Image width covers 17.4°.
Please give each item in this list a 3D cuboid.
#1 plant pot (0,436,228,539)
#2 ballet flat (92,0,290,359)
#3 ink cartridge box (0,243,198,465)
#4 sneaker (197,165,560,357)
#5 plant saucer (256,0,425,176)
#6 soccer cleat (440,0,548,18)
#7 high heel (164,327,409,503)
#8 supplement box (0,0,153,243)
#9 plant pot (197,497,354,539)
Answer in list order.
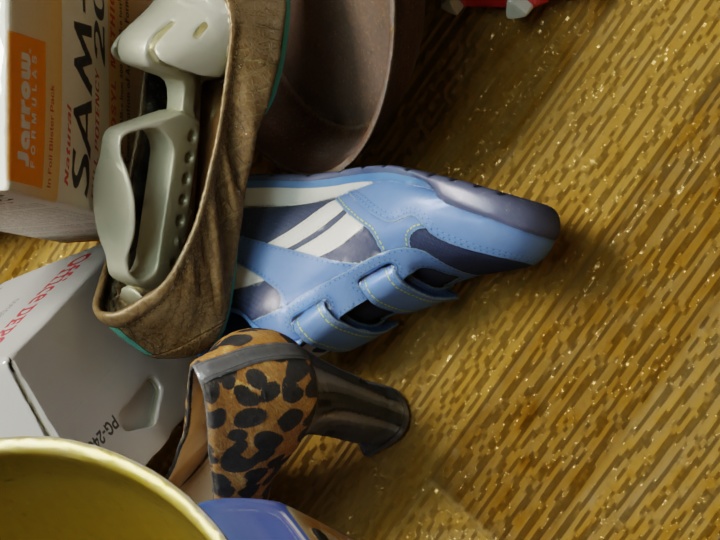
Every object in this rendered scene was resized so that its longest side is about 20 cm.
[{"bbox_3d":[-0.095,0.172,0.775,0.198,0.142,0.201,-7,66,16],"label":"plant pot"},{"bbox_3d":[-0.079,-0.063,1.012,0.068,0.072,0.202,12,90,41],"label":"ballet flat"},{"bbox_3d":[-0.187,0.073,1.067,0.199,0.145,0.084,-21,105,24],"label":"ink cartridge box"},{"bbox_3d":[0.000,0.000,1.032,0.199,0.074,0.083,-4,76,37],"label":"sneaker"},{"bbox_3d":[-0.025,-0.142,1.052,0.200,0.034,0.202,31,127,53],"label":"plant saucer"},{"bbox_3d":[0.098,-0.171,1.028,0.199,0.069,0.085,-19,35,39],"label":"soccer cleat"},{"bbox_3d":[-0.085,0.101,1.009,0.200,0.142,0.072,-42,61,14],"label":"high heel"},{"bbox_3d":[-0.141,-0.083,1.035,0.073,0.200,0.127,-2,86,18],"label":"supplement box"},{"bbox_3d":[-0.031,0.212,0.923,0.180,0.200,0.200,-42,60,6],"label":"plant pot"}]
